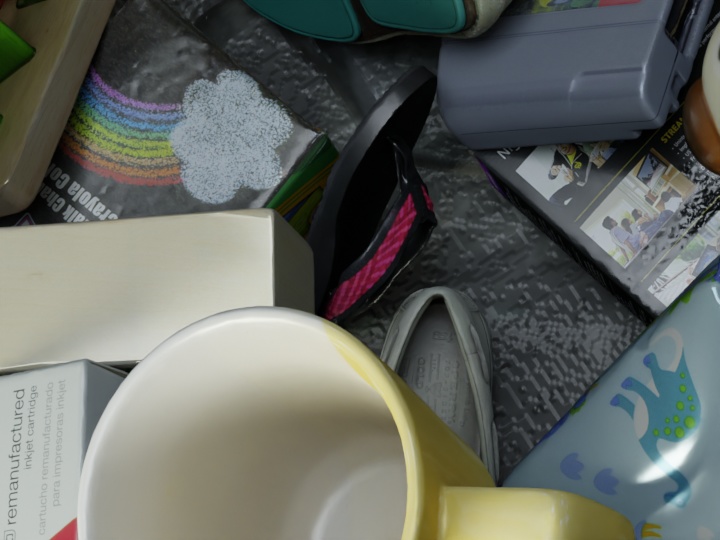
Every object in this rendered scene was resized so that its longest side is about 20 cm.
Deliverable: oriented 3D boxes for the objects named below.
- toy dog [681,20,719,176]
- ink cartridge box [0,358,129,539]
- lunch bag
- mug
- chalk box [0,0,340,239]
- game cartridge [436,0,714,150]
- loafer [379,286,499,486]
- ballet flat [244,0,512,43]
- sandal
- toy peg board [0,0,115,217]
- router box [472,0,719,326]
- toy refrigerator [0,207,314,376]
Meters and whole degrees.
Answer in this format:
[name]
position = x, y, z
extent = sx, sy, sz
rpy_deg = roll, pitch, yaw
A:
[toy dog]
position = 0.225, -0.043, 1.082
extent = 0.140, 0.194, 0.200
rpy_deg = -46, 78, 14
[ink cartridge box]
position = -0.172, 0.131, 1.142
extent = 0.199, 0.083, 0.147
rpy_deg = -13, 67, 31
[lunch bag]
position = 0.181, 0.105, 1.138
extent = 0.200, 0.127, 0.170
rpy_deg = 45, 119, 4
[mug]
position = 0.000, 0.114, 1.082
extent = 0.186, 0.153, 0.150
rpy_deg = 35, 92, 29
[chalk box]
position = -0.108, -0.006, 1.261
extent = 0.125, 0.124, 0.200
rpy_deg = 40, 88, 19
[game cartridge]
position = 0.109, -0.148, 1.252
extent = 0.133, 0.041, 0.201
rpy_deg = -6, 55, 42
[loafer]
position = 0.029, 0.106, 1.223
extent = 0.069, 0.070, 0.201
rpy_deg = -1, 76, 5
[ballet flat]
position = 0.013, -0.142, 1.276
extent = 0.062, 0.068, 0.200
rpy_deg = -34, 29, -27
[sandal]
position = 0.000, 0.000, 1.240
extent = 0.045, 0.075, 0.201
rpy_deg = 28, 107, 17
[toy peg board]
position = -0.219, -0.120, 1.258
extent = 0.198, 0.098, 0.201
rpy_deg = -11, 48, 40
[router box]
position = 0.173, -0.074, 1.249
extent = 0.200, 0.051, 0.149
rpy_deg = -46, 70, -1
[toy refrigerator]
position = -0.124, 0.022, 1.153
extent = 0.199, 0.076, 0.070
rpy_deg = -4, 76, 11
